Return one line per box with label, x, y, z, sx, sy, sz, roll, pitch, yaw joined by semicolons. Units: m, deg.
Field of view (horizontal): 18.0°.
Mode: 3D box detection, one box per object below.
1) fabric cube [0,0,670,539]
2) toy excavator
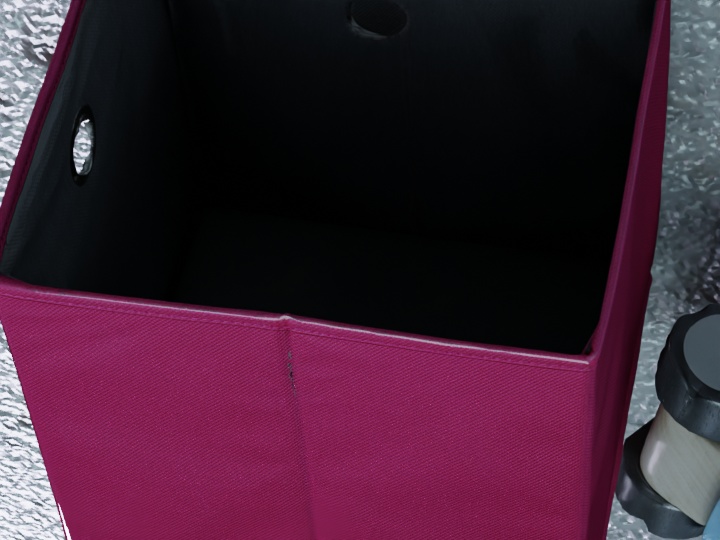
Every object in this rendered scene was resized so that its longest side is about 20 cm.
fabric cube;0.000;0.000;0.812;0.200;0.196;0.199;8;144;9
toy excavator;0.228;0.067;0.880;0.200;0.194;0.100;38;146;17
